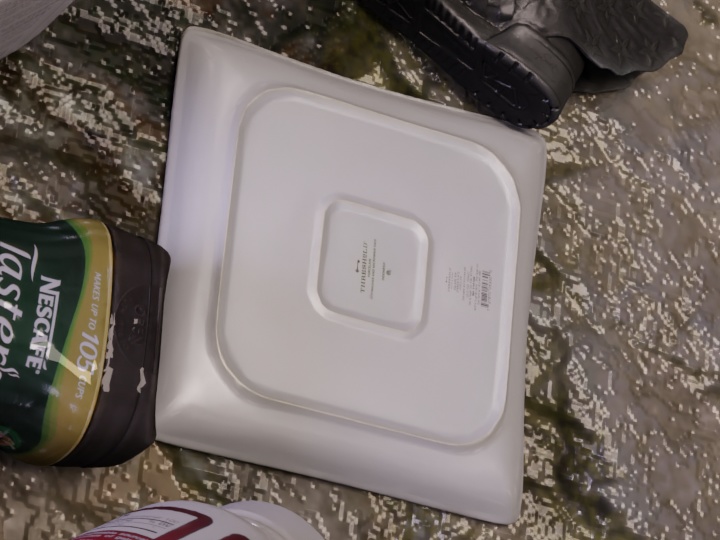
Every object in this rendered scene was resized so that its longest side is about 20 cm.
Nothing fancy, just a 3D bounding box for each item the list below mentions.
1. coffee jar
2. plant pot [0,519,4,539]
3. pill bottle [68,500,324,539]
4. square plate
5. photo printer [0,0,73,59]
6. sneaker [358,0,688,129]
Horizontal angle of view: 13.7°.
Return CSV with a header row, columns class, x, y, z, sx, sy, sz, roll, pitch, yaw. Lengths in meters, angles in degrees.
class,x,y,z,sx,sy,sz,roll,pitch,yaw
coffee jar,-0.176,0.018,1.242,0.199,0.085,0.105,12,69,-25
plant pot,-0.240,0.120,1.129,0.199,0.187,0.188,-19,83,-40
pill bottle,-0.087,0.154,1.154,0.200,0.113,0.113,-20,83,-59
square plate,0.000,0.000,1.380,0.197,0.028,0.201,15,67,-24
photo printer,-0.167,-0.126,1.228,0.166,0.200,0.070,-32,90,-32
sneaker,0.065,-0.146,1.450,0.200,0.060,0.104,43,56,-13
